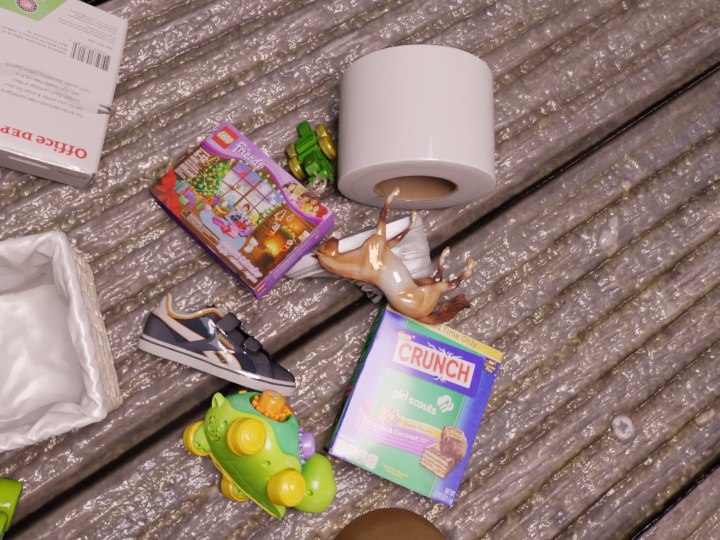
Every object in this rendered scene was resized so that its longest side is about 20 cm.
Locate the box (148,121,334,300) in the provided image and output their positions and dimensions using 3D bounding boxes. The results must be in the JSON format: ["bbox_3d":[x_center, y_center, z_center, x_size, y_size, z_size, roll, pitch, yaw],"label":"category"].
[{"bbox_3d":[-0.148,-0.079,0.777,0.199,0.039,0.137,40,73,17],"label":"box"}]

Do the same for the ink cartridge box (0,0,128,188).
[{"bbox_3d":[-0.373,-0.218,0.738,0.144,0.084,0.204,15,76,-31],"label":"ink cartridge box"}]

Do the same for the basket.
[{"bbox_3d":[-0.378,0.088,0.664,0.197,0.161,0.201,-15,83,-15],"label":"basket"}]

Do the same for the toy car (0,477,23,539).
[{"bbox_3d":[-0.460,0.311,0.621,0.162,0.157,0.203,18,88,-19],"label":"toy car"}]

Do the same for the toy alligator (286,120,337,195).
[{"bbox_3d":[-0.053,-0.131,0.793,0.059,0.201,0.054,-31,126,11],"label":"toy alligator"}]

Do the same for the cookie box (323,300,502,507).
[{"bbox_3d":[0.067,0.166,0.794,0.169,0.075,0.203,24,75,-6],"label":"cookie box"}]

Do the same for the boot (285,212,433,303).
[{"bbox_3d":[0.000,0.000,0.813,0.197,0.074,0.097,-19,98,-4],"label":"boot"}]

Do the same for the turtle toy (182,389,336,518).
[{"bbox_3d":[-0.104,0.214,0.725,0.201,0.145,0.101,56,49,-16],"label":"turtle toy"}]

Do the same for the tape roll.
[{"bbox_3d":[0.070,-0.170,0.789,0.199,0.203,0.142,3,79,-12],"label":"tape roll"}]

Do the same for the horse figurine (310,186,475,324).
[{"bbox_3d":[0.054,-0.001,0.763,0.200,0.050,0.133,44,76,-6],"label":"horse figurine"}]

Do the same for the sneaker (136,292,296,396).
[{"bbox_3d":[-0.163,0.089,0.755,0.197,0.078,0.081,21,82,-7],"label":"sneaker"}]

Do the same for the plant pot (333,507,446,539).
[{"bbox_3d":[0.056,0.382,0.690,0.183,0.200,0.190,2,80,-12],"label":"plant pot"}]
